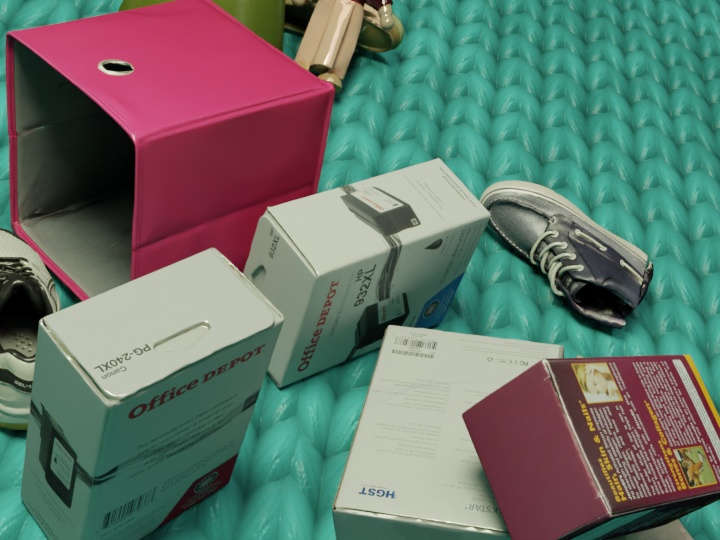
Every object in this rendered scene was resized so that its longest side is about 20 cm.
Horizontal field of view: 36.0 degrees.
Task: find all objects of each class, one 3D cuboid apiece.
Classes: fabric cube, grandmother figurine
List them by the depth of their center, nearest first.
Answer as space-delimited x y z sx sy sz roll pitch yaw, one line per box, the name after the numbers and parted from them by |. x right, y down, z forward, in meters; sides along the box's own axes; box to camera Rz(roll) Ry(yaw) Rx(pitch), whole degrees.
-0.167 -0.096 0.952 0.198 0.202 0.196 -22 47 -38 | fabric cube
-0.017 -0.308 1.270 0.120 0.061 0.203 18 83 -8 | grandmother figurine

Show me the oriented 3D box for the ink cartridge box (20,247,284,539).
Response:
-0.150 0.098 0.775 0.144 0.201 0.083 -26 59 -40 | ink cartridge box

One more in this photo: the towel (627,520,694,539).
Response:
0.187 0.235 0.898 0.198 0.035 0.133 -10 49 -32 | towel

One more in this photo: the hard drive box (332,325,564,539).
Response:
0.076 0.145 0.879 0.154 0.078 0.201 6 40 13 | hard drive box

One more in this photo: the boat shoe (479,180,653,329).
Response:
0.205 -0.017 1.131 0.198 0.075 0.093 26 34 4 | boat shoe

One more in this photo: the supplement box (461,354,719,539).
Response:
0.180 0.129 0.799 0.198 0.085 0.112 3 58 -45 | supplement box

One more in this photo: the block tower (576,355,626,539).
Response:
0.185 0.164 0.907 0.053 0.058 0.201 20 42 -1 | block tower

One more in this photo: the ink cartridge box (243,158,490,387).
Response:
0.000 0.000 0.978 0.198 0.146 0.084 -19 56 -36 | ink cartridge box

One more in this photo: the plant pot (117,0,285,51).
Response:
-0.161 -0.308 1.194 0.197 0.194 0.202 11 43 -11 | plant pot

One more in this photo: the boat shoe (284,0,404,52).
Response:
-0.046 -0.301 1.330 0.198 0.073 0.064 24 58 0 | boat shoe

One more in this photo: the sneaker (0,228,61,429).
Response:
-0.270 0.025 0.886 0.075 0.088 0.201 -6 47 -25 | sneaker
